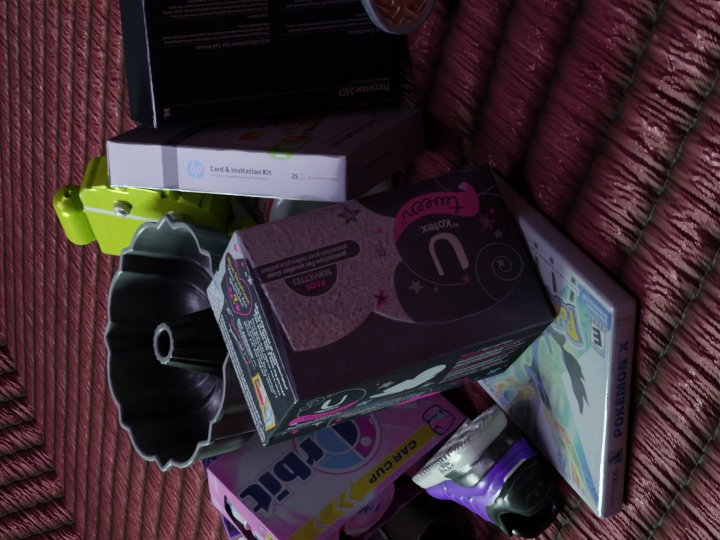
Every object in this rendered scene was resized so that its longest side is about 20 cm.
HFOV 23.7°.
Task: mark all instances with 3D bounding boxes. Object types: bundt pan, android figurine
[{"bbox_3d":[-0.126,0.056,1.373,0.202,0.076,0.203,3,93,54],"label":"bundt pan"},{"bbox_3d":[-0.168,-0.041,1.450,0.200,0.181,0.041,88,-166,-68],"label":"android figurine"}]

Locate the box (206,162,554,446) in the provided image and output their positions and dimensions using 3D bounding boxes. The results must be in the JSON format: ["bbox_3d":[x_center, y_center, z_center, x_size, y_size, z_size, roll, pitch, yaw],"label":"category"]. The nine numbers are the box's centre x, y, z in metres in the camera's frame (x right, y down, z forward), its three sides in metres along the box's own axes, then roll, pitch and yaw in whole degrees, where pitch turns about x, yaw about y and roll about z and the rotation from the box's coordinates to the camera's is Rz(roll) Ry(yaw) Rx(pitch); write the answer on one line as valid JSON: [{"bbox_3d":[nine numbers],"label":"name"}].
[{"bbox_3d":[0.012,0.022,1.204,0.133,0.199,0.115,68,158,15],"label":"box"}]

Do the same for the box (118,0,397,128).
[{"bbox_3d":[-0.080,-0.192,1.325,0.079,0.199,0.142,-163,67,-66],"label":"box"}]

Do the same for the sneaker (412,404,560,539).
[{"bbox_3d":[0.103,0.168,1.326,0.100,0.070,0.200,44,170,3],"label":"sneaker"}]

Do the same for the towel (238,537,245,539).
[{"bbox_3d":[0.001,0.288,1.519,0.171,0.199,0.048,45,114,53],"label":"towel"}]

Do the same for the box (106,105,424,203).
[{"bbox_3d":[-0.071,-0.094,1.321,0.199,0.156,0.041,6,110,22],"label":"box"}]

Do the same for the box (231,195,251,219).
[{"bbox_3d":[-0.083,0.000,1.560,0.200,0.048,0.122,28,145,10],"label":"box"}]

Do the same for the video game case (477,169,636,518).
[{"bbox_3d":[0.131,0.049,1.230,0.200,0.022,0.183,-132,32,-50],"label":"video game case"}]

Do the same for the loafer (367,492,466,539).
[{"bbox_3d":[0.063,0.235,1.493,0.200,0.073,0.072,45,140,39],"label":"loafer"}]

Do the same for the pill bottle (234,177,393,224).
[{"bbox_3d":[-0.065,-0.100,1.487,0.200,0.116,0.116,49,148,44],"label":"pill bottle"}]

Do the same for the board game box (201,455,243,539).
[{"bbox_3d":[-0.042,0.145,1.506,0.032,0.199,0.120,58,-170,-80],"label":"board game box"}]

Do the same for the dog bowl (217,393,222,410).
[{"bbox_3d":[-0.043,0.079,1.454,0.050,0.200,0.112,40,174,25],"label":"dog bowl"}]

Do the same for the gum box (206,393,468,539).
[{"bbox_3d":[-0.022,0.160,1.409,0.113,0.200,0.066,41,154,25],"label":"gum box"}]

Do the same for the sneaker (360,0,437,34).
[{"bbox_3d":[0.012,-0.271,1.246,0.080,0.071,0.201,-168,69,-72],"label":"sneaker"}]
